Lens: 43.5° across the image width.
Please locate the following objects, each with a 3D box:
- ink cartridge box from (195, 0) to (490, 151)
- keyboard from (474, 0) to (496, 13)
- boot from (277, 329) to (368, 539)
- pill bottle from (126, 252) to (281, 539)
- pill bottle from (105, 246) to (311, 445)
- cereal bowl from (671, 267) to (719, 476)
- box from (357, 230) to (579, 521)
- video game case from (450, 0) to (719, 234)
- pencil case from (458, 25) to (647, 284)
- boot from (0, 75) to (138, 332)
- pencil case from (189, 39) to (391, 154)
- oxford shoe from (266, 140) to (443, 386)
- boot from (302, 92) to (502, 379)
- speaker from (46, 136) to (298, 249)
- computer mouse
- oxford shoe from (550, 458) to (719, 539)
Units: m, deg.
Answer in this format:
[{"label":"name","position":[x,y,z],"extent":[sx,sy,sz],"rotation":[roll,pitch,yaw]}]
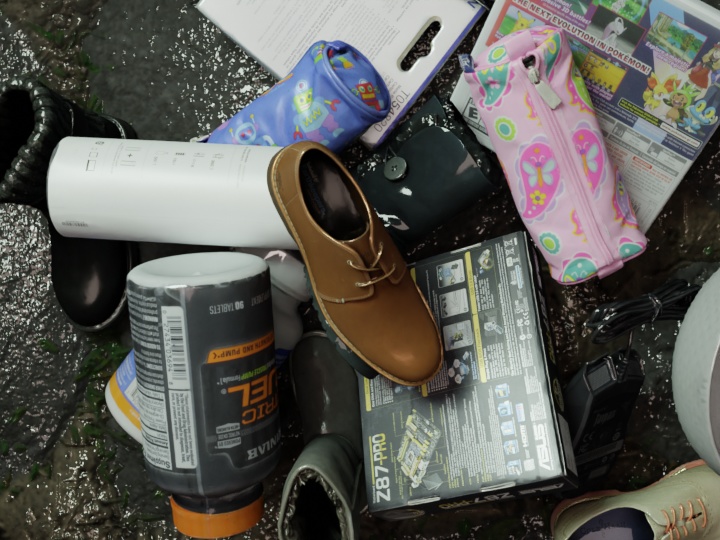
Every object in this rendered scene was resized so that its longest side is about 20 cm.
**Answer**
[{"label":"ink cartridge box","position":[-0.005,-0.241,0.782],"extent":[0.200,0.041,0.200],"rotation":[39,97,-7]},{"label":"keyboard","position":[0.130,-0.253,0.741],"extent":[0.199,0.040,0.105],"rotation":[33,97,-5]},{"label":"boot","position":[-0.033,0.142,0.716],"extent":[0.072,0.200,0.184],"rotation":[-19,87,12]},{"label":"pill bottle","position":[-0.113,0.094,0.675],"extent":[0.105,0.106,0.202],"rotation":[0,103,11]},{"label":"pill bottle","position":[-0.120,0.057,0.778],"extent":[0.112,0.112,0.201],"rotation":[39,96,8]},{"label":"cereal bowl","position":[0.316,0.068,0.689],"extent":[0.198,0.083,0.202],"rotation":[-4,102,-20]},{"label":"box","position":[0.076,0.084,0.718],"extent":[0.160,0.049,0.202],"rotation":[-16,61,21]},{"label":"video game case","position":[0.186,-0.149,0.721],"extent":[0.199,0.023,0.183],"rotation":[32,126,10]},{"label":"pencil case","position":[0.151,-0.090,0.703],"extent":[0.087,0.088,0.201],"rotation":[-22,106,10]},{"label":"boot","position":[-0.263,-0.049,0.781],"extent":[0.079,0.158,0.214],"rotation":[-1,90,13]},{"label":"pencil case","position":[-0.070,-0.113,0.760],"extent":[0.199,0.078,0.087],"rotation":[-32,98,27]},{"label":"oxford shoe","position":[0.000,0.000,0.635],"extent":[0.071,0.071,0.201],"rotation":[-36,100,-13]},{"label":"boot","position":[0.036,-0.035,0.720],"extent":[0.167,0.076,0.201],"rotation":[-32,48,18]},{"label":"speaker","position":[-0.135,-0.061,0.706],"extent":[0.198,0.081,0.082],"rotation":[3,91,5]},{"label":"computer mouse","position":[0.210,0.089,0.736],"extent":[0.046,0.139,0.202],"rotation":[42,138,43]},{"label":"oxford shoe","position":[0.253,0.202,0.725],"extent":[0.198,0.074,0.071],"rotation":[-19,87,10]}]
